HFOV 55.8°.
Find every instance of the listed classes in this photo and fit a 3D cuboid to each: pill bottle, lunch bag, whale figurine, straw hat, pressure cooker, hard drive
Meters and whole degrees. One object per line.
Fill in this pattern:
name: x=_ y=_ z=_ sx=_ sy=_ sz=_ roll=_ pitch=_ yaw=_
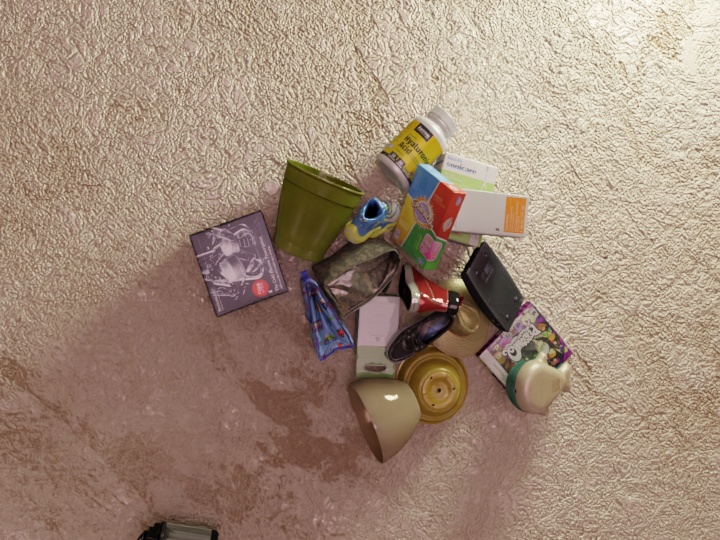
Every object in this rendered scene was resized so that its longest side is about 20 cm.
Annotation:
pill bottle: x=0.141 y=-0.304 z=1.667 sx=0.111 sy=0.111 sz=0.200 roll=45 pitch=85 yaw=-7
lunch bag: x=-0.096 y=0.094 z=1.624 sx=0.092 sy=0.151 sz=0.204 roll=-21 pitch=95 yaw=-5
lunch bag: x=0.000 y=0.000 z=1.622 sx=0.198 sy=0.164 sz=0.119 roll=-34 pitch=112 yaw=-4
whale figurine: x=0.448 y=0.283 z=1.717 sx=0.197 sy=0.103 sz=0.163 roll=-9 pitch=96 yaw=-34
straw hat: x=0.254 y=0.116 z=1.696 sx=0.196 sy=0.085 sz=0.207 roll=1 pitch=84 yaw=-11
pressure cooker: x=-0.440 y=0.685 z=1.586 sx=0.195 sy=0.179 sz=0.180 roll=12 pitch=70 yaw=-8
hard drive: x=0.328 y=0.043 z=1.701 sx=0.201 sy=0.042 sz=0.136 roll=52 pitch=52 yaw=-20

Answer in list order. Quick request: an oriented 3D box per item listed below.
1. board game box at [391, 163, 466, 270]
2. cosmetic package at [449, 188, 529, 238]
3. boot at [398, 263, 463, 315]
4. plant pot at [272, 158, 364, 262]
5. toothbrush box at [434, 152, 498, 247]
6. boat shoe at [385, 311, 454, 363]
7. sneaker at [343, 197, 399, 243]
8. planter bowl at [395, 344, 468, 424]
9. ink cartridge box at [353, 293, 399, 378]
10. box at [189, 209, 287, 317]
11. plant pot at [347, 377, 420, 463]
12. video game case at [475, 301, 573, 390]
board game box: x=0.158 y=-0.128 z=1.616 sx=0.040 sy=0.153 sz=0.204 roll=1 pitch=120 yaw=-35
cosmetic package: x=0.299 y=-0.136 z=1.632 sx=0.195 sy=0.071 sz=0.104 roll=4 pitch=92 yaw=-13
boot: x=0.170 y=0.049 z=1.645 sx=0.141 sy=0.201 sz=0.074 roll=6 pitch=114 yaw=-10
plant pot: x=-0.117 y=-0.132 z=1.608 sx=0.197 sy=0.201 sz=0.196 roll=22 pitch=101 yaw=-8
toothbrush box: x=0.244 y=-0.174 z=1.698 sx=0.142 sy=0.086 sz=0.205 roll=13 pitch=91 yaw=-11
boat shoe: x=0.145 y=0.159 z=1.635 sx=0.198 sy=0.066 sz=0.071 roll=-32 pitch=96 yaw=4
sneaker: x=0.048 y=-0.134 z=1.622 sx=0.076 sy=0.105 sz=0.199 roll=47 pitch=47 yaw=5
planter bowl: x=0.188 y=0.295 z=1.708 sx=0.195 sy=0.083 sz=0.206 roll=0 pitch=92 yaw=-8
ink cartridge box: x=0.038 y=0.161 z=1.693 sx=0.101 sy=0.059 sz=0.205 roll=3 pitch=92 yaw=-9
box: x=-0.287 y=-0.017 z=1.617 sx=0.178 sy=0.104 sz=0.204 roll=-20 pitch=94 yaw=-6
plant pot: x=0.068 y=0.341 z=1.640 sx=0.132 sy=0.200 sz=0.204 roll=-22 pitch=95 yaw=-14
video game case: x=0.426 y=0.216 z=1.764 sx=0.200 sy=0.036 sz=0.182 roll=-43 pitch=99 yaw=-5
